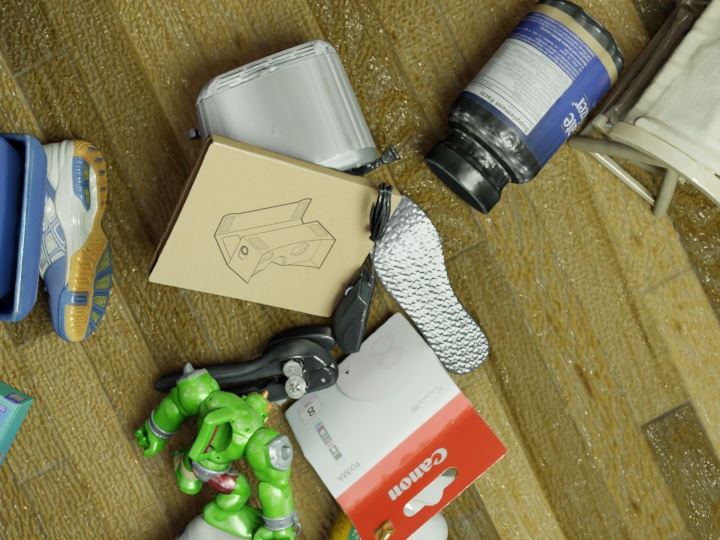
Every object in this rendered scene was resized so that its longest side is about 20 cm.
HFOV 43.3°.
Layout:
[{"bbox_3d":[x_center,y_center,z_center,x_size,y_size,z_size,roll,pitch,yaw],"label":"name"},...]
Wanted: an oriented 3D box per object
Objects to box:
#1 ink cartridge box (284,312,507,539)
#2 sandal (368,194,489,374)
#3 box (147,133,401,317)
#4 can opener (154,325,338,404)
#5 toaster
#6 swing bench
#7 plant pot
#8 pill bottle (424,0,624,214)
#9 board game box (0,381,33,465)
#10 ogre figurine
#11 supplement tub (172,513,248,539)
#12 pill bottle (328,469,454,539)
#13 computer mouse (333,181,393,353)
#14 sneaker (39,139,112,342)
[{"bbox_3d":[0.025,0.151,0.868,0.162,0.200,0.057,-41,121,0],"label":"ink cartridge box"},{"bbox_3d":[0.064,0.017,0.940,0.075,0.043,0.202,-26,102,1],"label":"sandal"},{"bbox_3d":[-0.082,-0.034,0.862,0.197,0.021,0.165,13,125,-30],"label":"box"},{"bbox_3d":[-0.115,0.113,0.928,0.197,0.079,0.064,-18,101,8],"label":"can opener"},{"bbox_3d":[-0.069,-0.139,0.896,0.197,0.114,0.131,-20,89,1],"label":"toaster"},{"bbox_3d":[0.325,-0.169,0.857,0.129,0.200,0.200,37,90,-1],"label":"swing bench"},{"bbox_3d":[-0.405,-0.049,0.836,0.198,0.178,0.204,6,91,41],"label":"plant pot"},{"bbox_3d":[0.157,-0.160,0.899,0.112,0.112,0.201,40,91,-2],"label":"pill bottle"},{"bbox_3d":[-0.451,0.189,0.931,0.150,0.045,0.202,28,91,-1],"label":"board game box"},{"bbox_3d":[-0.131,0.176,0.871,0.097,0.200,0.121,-3,127,-39],"label":"ogre figurine"},{"bbox_3d":[-0.174,0.356,0.890,0.200,0.145,0.145,-45,92,1],"label":"supplement tub"},{"bbox_3d":[0.022,0.283,0.907,0.111,0.113,0.203,22,91,-1],"label":"pill bottle"},{"bbox_3d":[0.000,0.000,0.874,0.033,0.059,0.202,15,125,4],"label":"computer mouse"},{"bbox_3d":[-0.307,-0.029,0.923,0.087,0.075,0.204,-2,85,11],"label":"sneaker"}]
